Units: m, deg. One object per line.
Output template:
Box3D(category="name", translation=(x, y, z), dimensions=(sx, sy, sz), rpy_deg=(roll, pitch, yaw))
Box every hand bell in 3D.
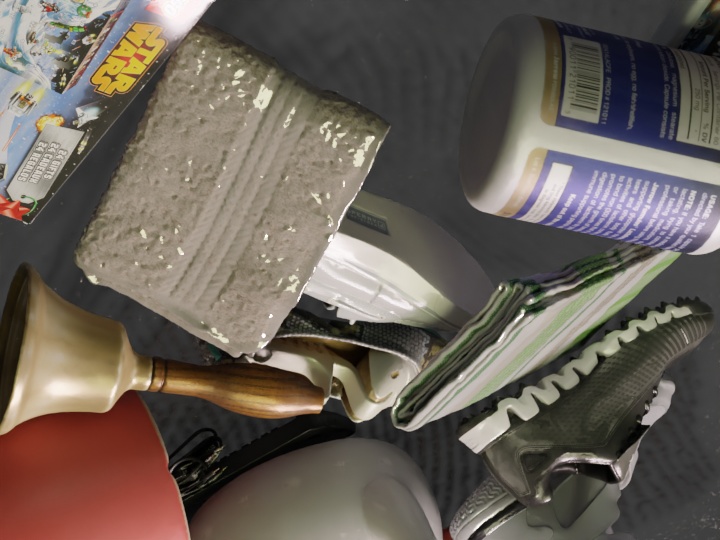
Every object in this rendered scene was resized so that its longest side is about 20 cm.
Box3D(category="hand bell", translation=(-0.118, 0.065, 1.392), dimensions=(0.198, 0.105, 0.104), rpy_deg=(11, 134, -18))

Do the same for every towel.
Box3D(category="towel", translation=(0.116, 0.030, 1.459), dimensions=(0.199, 0.031, 0.149), rpy_deg=(-22, 161, -48))
Box3D(category="towel", translation=(-0.079, -0.041, 1.320), dimensions=(0.132, 0.035, 0.201), rpy_deg=(27, 128, -3))

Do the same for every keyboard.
Box3D(category="keyboard", translation=(-0.106, 0.137, 1.576), dimensions=(0.199, 0.040, 0.104), rpy_deg=(-31, 163, 14))

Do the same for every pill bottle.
Box3D(category="pill bottle", translation=(0.166, -0.073, 1.326), dimensions=(0.198, 0.116, 0.116), rpy_deg=(12, 134, -13))

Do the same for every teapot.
Box3D(category="teapot", translation=(-0.024, 0.221, 1.582), dimensions=(0.196, 0.147, 0.200), rpy_deg=(-22, 154, 0))

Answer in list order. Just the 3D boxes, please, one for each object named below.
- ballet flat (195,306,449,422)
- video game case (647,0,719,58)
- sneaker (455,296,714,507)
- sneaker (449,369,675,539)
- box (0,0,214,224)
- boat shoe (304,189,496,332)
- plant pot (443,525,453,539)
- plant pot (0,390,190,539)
Box3D(category="ballet flat", translation=(-0.019, 0.064, 1.485), dimensions=(0.199, 0.072, 0.072), rpy_deg=(13, 132, -33))
Box3D(category="video game case", translation=(0.254, -0.124, 1.404), dimensions=(0.180, 0.023, 0.201), rpy_deg=(7, 136, -28))
Box3D(category="sneaker", translation=(0.166, 0.094, 1.539), dimensions=(0.199, 0.091, 0.066), rpy_deg=(-30, 172, -17))
Box3D(category="sneaker", translation=(0.166, 0.158, 1.584), dimensions=(0.199, 0.115, 0.075), rpy_deg=(-36, 163, -23))
Box3D(category="box", translation=(-0.184, -0.119, 1.228), dimensions=(0.136, 0.040, 0.200), rpy_deg=(20, 128, -36))
Box3D(category="boat shoe", translation=(0.000, 0.000, 1.414), dimensions=(0.199, 0.072, 0.068), rpy_deg=(21, 130, -38))
Box3D(category="plant pot", translation=(0.128, 0.272, 1.659), dimensions=(0.199, 0.179, 0.201), rpy_deg=(-12, 159, -5))
Box3D(category="plant pot", translation=(-0.210, 0.161, 1.441), dimensions=(0.176, 0.201, 0.201), rpy_deg=(-16, 142, -18))
